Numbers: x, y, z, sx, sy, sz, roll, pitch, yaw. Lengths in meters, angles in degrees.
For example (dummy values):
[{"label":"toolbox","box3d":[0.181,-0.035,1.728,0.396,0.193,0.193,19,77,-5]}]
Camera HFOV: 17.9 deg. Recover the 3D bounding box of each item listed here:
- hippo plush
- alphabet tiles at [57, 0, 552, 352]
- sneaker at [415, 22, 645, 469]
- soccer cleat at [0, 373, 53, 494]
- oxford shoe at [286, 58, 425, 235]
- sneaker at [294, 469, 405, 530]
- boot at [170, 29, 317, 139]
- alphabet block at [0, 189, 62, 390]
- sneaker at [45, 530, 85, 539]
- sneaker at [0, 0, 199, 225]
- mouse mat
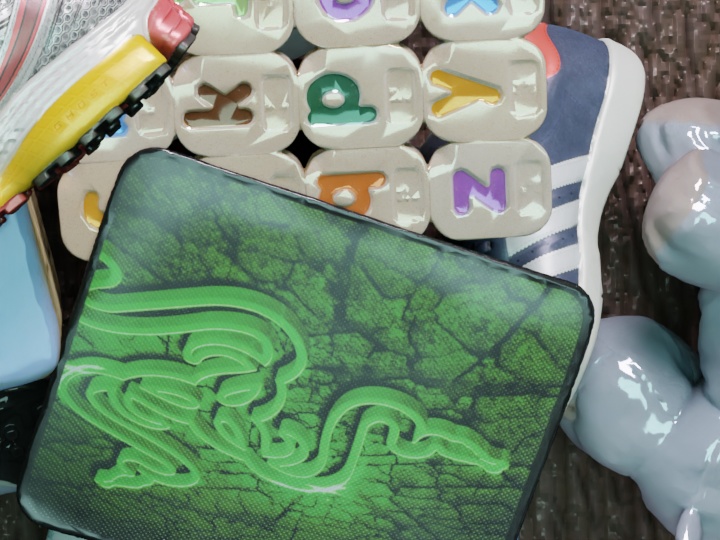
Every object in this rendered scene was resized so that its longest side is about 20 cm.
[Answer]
[{"label":"hippo plush","box3d":[0.175,0.036,0.997,0.200,0.159,0.161,35,120,6]},{"label":"alphabet tiles","box3d":[-0.024,-0.067,0.897,0.195,0.015,0.200,-4,105,-2]},{"label":"sneaker","box3d":[0.057,-0.016,0.969,0.084,0.075,0.200,20,66,-17]},{"label":"soccer cleat","box3d":[-0.163,0.067,0.970,0.200,0.073,0.068,-21,116,-7]},{"label":"oxford shoe","box3d":[0.000,0.000,0.985,0.071,0.073,0.200,-32,97,-5]},{"label":"sneaker","box3d":[-0.012,0.065,0.953,0.200,0.071,0.083,51,45,-10]},{"label":"boot","box3d":[-0.067,-0.124,0.939,0.200,0.074,0.096,-29,120,14]},{"label":"alphabet block","box3d":[-0.229,-0.039,0.890,0.195,0.200,0.197,-13,95,-6]},{"label":"sneaker","box3d":[-0.039,0.129,0.991,0.200,0.070,0.080,10,90,-7]},{"label":"sneaker","box3d":[-0.152,-0.041,0.768,0.200,0.078,0.082,-43,94,-13]},{"label":"mouse mat","box3d":[-0.022,0.054,0.911,0.200,0.008,0.161,18,99,-5]}]
